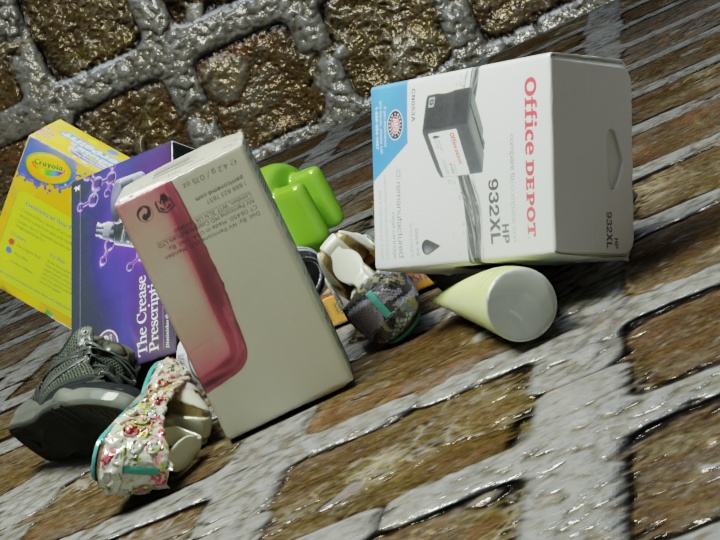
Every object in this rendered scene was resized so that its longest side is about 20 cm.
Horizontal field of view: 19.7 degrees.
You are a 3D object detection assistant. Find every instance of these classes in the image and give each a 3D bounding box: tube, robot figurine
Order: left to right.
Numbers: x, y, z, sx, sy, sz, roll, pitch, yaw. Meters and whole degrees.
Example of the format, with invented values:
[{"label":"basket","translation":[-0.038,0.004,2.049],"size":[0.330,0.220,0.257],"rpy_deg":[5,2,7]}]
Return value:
[{"label":"robot figurine","translation":[-0.117,-0.043,2.231],"size":[0.199,0.116,0.176],"rpy_deg":[-20,18,31]},{"label":"tube","translation":[0.099,0.018,1.500],"size":[0.052,0.058,0.200],"rpy_deg":[-60,5,0]}]

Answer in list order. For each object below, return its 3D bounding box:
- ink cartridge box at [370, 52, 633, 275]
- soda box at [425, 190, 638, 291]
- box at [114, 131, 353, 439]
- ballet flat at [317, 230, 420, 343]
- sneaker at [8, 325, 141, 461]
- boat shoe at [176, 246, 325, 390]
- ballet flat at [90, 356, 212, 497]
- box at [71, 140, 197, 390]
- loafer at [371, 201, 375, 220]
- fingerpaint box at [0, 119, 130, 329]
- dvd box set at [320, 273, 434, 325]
[{"label":"ink cartridge box","translation":[0.102,-0.075,1.539],"size":[0.083,0.147,0.199],"rpy_deg":[2,-5,-40]},{"label":"soda box","translation":[0.122,-0.040,1.651],"size":[0.199,0.071,0.064],"rpy_deg":[-14,39,50]},{"label":"box","translation":[-0.097,0.009,1.590],"size":[0.108,0.201,0.128],"rpy_deg":[-25,8,0]},{"label":"ballet flat","translation":[0.000,0.000,1.695],"size":[0.072,0.073,0.200],"rpy_deg":[-25,18,-4]},{"label":"sneaker","translation":[-0.220,0.095,1.743],"size":[0.199,0.076,0.115],"rpy_deg":[-18,40,59]},{"label":"boat shoe","translation":[-0.080,0.035,1.816],"size":[0.067,0.072,0.200],"rpy_deg":[-20,13,43]},{"label":"ballet flat","translation":[-0.147,0.122,1.562],"size":[0.063,0.076,0.200],"rpy_deg":[8,20,8]},{"label":"box","translation":[-0.192,0.003,1.884],"size":[0.140,0.202,0.079],"rpy_deg":[-20,-26,39]},{"label":"loafer","translation":[0.079,-0.073,1.835],"size":[0.071,0.073,0.200],"rpy_deg":[-38,5,-34]},{"label":"fingerpaint box","translation":[-0.254,-0.026,2.046],"size":[0.168,0.199,0.073],"rpy_deg":[-66,-10,23]},{"label":"dvd box set","translation":[0.067,-0.015,1.838],"size":[0.199,0.030,0.146],"rpy_deg":[-23,9,17]}]
